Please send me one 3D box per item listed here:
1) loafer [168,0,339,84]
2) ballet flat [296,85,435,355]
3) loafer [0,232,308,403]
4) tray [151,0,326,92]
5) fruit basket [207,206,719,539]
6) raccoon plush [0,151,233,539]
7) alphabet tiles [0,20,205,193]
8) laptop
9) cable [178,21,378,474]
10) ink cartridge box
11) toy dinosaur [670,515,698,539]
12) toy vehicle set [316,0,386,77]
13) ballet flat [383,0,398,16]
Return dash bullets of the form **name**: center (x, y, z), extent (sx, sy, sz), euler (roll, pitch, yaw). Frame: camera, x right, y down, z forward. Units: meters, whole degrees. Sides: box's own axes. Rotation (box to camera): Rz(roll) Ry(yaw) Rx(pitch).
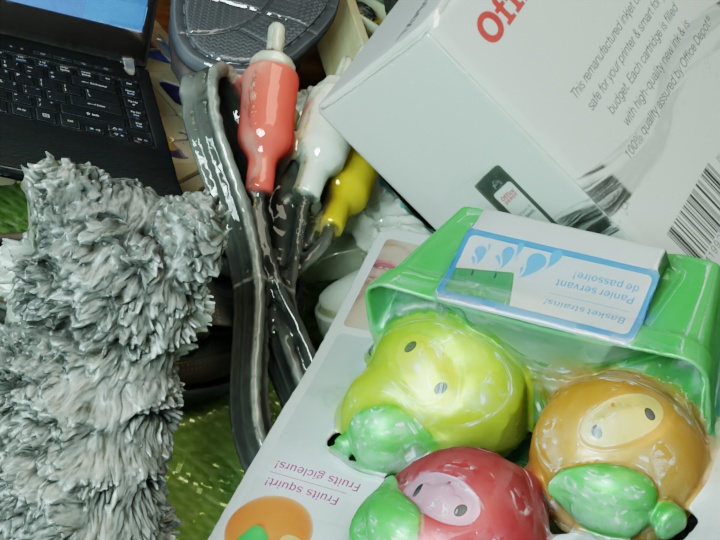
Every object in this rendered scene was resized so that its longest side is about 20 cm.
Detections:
- **loafer**: center (-0.046, -0.121, 1.093), extent (0.071, 0.063, 0.201), euler (15, 37, -1)
- **ballet flat**: center (0.000, 0.000, 1.015), extent (0.071, 0.072, 0.200), euler (1, 36, -33)
- **loafer**: center (-0.093, 0.011, 0.918), extent (0.199, 0.063, 0.072), euler (-9, 45, -42)
- **tray**: center (-0.072, -0.094, 1.122), extent (0.199, 0.037, 0.099), euler (6, 35, -29)
- **fruit basket**: center (0.050, 0.068, 0.844), extent (0.184, 0.094, 0.200), euler (14, 45, 22)
- **raccoon plush**: center (-0.079, 0.058, 0.784), extent (0.096, 0.135, 0.200), euler (6, 35, -29)
- **alphabet tiles**: center (-0.134, -0.080, 1.017), extent (0.166, 0.008, 0.200), euler (-6, 42, -41)
- **laptop**: center (-0.153, -0.128, 0.966), extent (0.176, 0.104, 0.200), euler (12, 26, -19)
- **cable**: center (-0.030, -0.011, 0.930), extent (0.097, 0.050, 0.201), euler (37, 38, -36)
- **ink cartridge box**: center (0.102, -0.056, 0.975), extent (0.200, 0.084, 0.146), euler (45, 51, -12)
- **toy dinosaur**: center (0.136, 0.095, 0.933), extent (0.198, 0.106, 0.182), euler (1, 18, -16)
- **toy vehicle set**: center (0.066, -0.076, 1.140), extent (0.199, 0.027, 0.125), euler (27, 22, -23)
- **ballet flat**: center (0.040, -0.147, 1.113), extent (0.068, 0.069, 0.200), euler (29, 21, -25)
